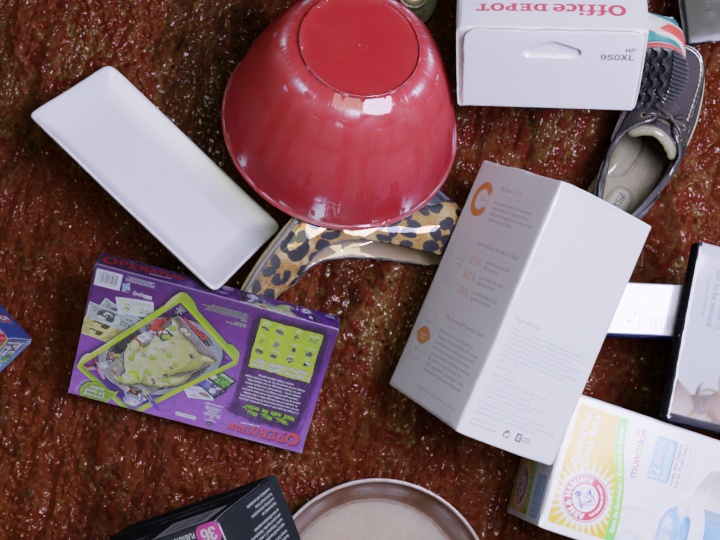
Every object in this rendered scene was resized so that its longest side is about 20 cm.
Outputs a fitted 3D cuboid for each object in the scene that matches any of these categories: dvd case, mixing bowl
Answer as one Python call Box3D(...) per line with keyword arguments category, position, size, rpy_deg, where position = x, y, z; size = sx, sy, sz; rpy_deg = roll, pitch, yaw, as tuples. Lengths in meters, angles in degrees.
Box3D(category="dvd case", position=(0.345, 0.070, 0.977), size=(0.197, 0.018, 0.145), rpy_deg=(14, 84, -8))
Box3D(category="mixing bowl", position=(-0.008, -0.147, 0.962), size=(0.196, 0.109, 0.203), rpy_deg=(4, 62, -8))

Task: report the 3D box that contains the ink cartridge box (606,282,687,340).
Box3D(category="ink cartridge box", position=(0.277, 0.037, 1.028), size=(0.196, 0.094, 0.045), rpy_deg=(3, 86, -7))

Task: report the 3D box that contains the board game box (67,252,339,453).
Box3D(category="board game box", position=(-0.126, 0.068, 0.978), size=(0.197, 0.032, 0.122), rpy_deg=(16, 109, -7))

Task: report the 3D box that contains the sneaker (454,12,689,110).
Box3D(category="sneaker", position=(0.182, -0.192, 1.049), size=(0.196, 0.071, 0.094), rpy_deg=(5, 41, 14))

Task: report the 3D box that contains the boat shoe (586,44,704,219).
Box3D(category="boat shoe", position=(0.250, -0.109, 1.048), size=(0.072, 0.065, 0.202), rpy_deg=(25, 81, -2))

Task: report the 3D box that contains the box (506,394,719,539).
Box3D(category="box", position=(0.235, 0.181, 1.007), size=(0.197, 0.101, 0.114), rpy_deg=(19, 83, -6))

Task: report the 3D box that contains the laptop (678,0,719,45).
Box3D(category="laptop", position=(0.371, -0.297, 1.083), size=(0.198, 0.115, 0.191), rpy_deg=(-3, 86, -49))

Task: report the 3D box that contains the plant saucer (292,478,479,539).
Box3D(category="plant saucer", position=(0.012, 0.273, 1.005), size=(0.197, 0.034, 0.204), rpy_deg=(1, 85, -7))

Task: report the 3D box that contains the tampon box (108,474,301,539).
Box3D(category="tampon box", position=(-0.110, 0.283, 0.916), size=(0.148, 0.126, 0.203), rpy_deg=(-22, 89, 18))

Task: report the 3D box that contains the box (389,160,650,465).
Box3D(category="box", position=(0.123, 0.030, 0.968), size=(0.096, 0.124, 0.203), rpy_deg=(22, 92, -26))

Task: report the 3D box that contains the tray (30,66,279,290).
Box3D(category="tray", position=(-0.166, -0.074, 0.988), size=(0.200, 0.022, 0.107), rpy_deg=(43, 43, 0))

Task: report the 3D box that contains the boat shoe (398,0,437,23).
Box3D(category="boat shoe", position=(0.057, -0.311, 1.038), size=(0.072, 0.063, 0.204), rpy_deg=(5, 85, -7))

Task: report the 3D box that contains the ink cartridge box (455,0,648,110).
Box3D(category="ink cartridge box", position=(0.149, -0.228, 0.975), size=(0.142, 0.085, 0.202), rpy_deg=(2, 53, 6))

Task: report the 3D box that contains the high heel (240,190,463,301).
Box3D(category="high heel", position=(0.000, 0.000, 1.006), size=(0.142, 0.071, 0.200), rpy_deg=(43, 79, -4))

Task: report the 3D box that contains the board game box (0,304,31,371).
Box3D(category="board game box", position=(-0.372, 0.100, 0.903), size=(0.062, 0.200, 0.200), rpy_deg=(42, 95, 14))
